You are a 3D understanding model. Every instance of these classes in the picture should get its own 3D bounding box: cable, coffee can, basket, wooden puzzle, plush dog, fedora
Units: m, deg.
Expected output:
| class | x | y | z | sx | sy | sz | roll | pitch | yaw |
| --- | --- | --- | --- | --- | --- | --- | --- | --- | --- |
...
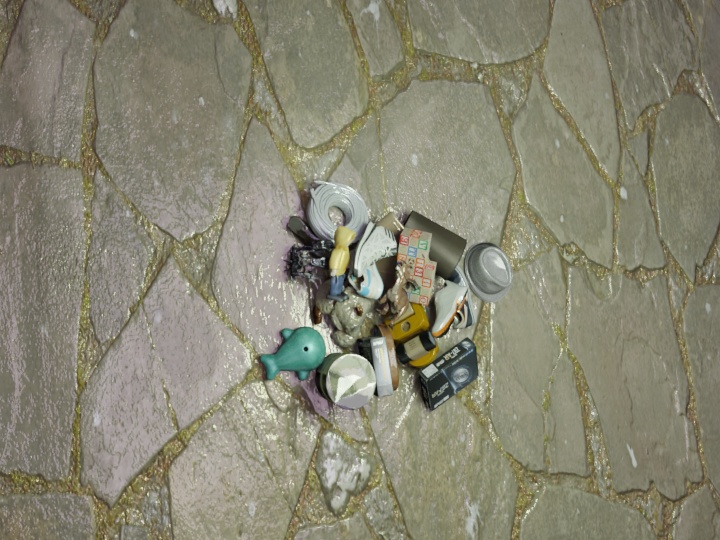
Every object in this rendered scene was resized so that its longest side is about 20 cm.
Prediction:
| class | x | y | z | sx | sy | sz | roll | pitch | yaw |
| --- | --- | --- | --- | --- | --- | --- | --- | --- | --- |
| cable | -0.071 | -0.169 | 1.736 | 0.194 | 0.069 | 0.207 | 2 | 72 | -27 |
| coffee can | -0.047 | 0.313 | 1.634 | 0.141 | 0.200 | 0.152 | 2 | 82 | -13 |
| basket | 0.217 | -0.087 | 1.786 | 0.196 | 0.181 | 0.138 | 31 | 117 | -2 |
| wooden puzzle | 0.095 | -0.051 | 1.754 | 0.202 | 0.184 | 0.037 | 51 | 30 | -1 |
| plush dog | -0.060 | 0.102 | 1.699 | 0.168 | 0.161 | 0.204 | 27 | 76 | 14 |
| fedora | 0.435 | 0.000 | 1.859 | 0.174 | 0.090 | 0.204 | -30 | 92 | -16 |

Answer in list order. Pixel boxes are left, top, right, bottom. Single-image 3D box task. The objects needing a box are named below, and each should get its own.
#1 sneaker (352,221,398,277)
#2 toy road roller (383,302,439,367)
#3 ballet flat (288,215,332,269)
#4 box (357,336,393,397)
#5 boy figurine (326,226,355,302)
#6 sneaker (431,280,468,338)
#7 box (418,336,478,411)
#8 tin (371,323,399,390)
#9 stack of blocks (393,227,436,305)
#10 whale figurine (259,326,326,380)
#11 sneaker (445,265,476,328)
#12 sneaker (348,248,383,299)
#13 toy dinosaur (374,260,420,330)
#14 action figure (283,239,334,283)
| class | x | y | z | sx | sy | sz | roll | pitch | yaw |
| --- | --- | --- | --- | --- | --- | --- | --- | --- | --- |
| sneaker | 0.049 | -0.054 | 1.647 | 0.112 | 0.077 | 0.204 | 15 | 52 | 9 |
| toy road roller | 0.167 | 0.199 | 1.752 | 0.121 | 0.146 | 0.205 | -28 | 58 | 16 |
| ballet flat | -0.147 | -0.087 | 1.741 | 0.067 | 0.046 | 0.200 | -43 | 98 | 4 |
| box | 0.041 | 0.277 | 1.663 | 0.047 | 0.200 | 0.164 | -8 | 85 | -12 |
| boy figurine | -0.052 | -0.021 | 1.601 | 0.062 | 0.124 | 0.207 | 12 | 98 | 18 |
| sneaker | 0.251 | 0.116 | 1.733 | 0.090 | 0.077 | 0.201 | 25 | 55 | 18 |
| box | 0.274 | 0.320 | 1.753 | 0.197 | 0.043 | 0.163 | -31 | 134 | -17 |
| tin | 0.075 | 0.264 | 1.720 | 0.040 | 0.112 | 0.208 | -7 | 86 | -15 |
| stack of blocks | 0.165 | -0.011 | 1.681 | 0.111 | 0.059 | 0.206 | 12 | 117 | 14 |
| whale figurine | -0.194 | 0.245 | 1.654 | 0.195 | 0.104 | 0.164 | -21 | 86 | -11 |
| sneaker | 0.308 | 0.087 | 1.821 | 0.077 | 0.078 | 0.206 | -18 | 89 | -22 |
| sneaker | 0.000 | 0.000 | 1.700 | 0.079 | 0.202 | 0.078 | 13 | 121 | -33 |
| toy dinosaur | 0.116 | 0.084 | 1.664 | 0.085 | 0.203 | 0.135 | 35 | 57 | 25 |
| action figure | -0.150 | -0.025 | 1.669 | 0.100 | 0.197 | 0.123 | 14 | 72 | -34 |
